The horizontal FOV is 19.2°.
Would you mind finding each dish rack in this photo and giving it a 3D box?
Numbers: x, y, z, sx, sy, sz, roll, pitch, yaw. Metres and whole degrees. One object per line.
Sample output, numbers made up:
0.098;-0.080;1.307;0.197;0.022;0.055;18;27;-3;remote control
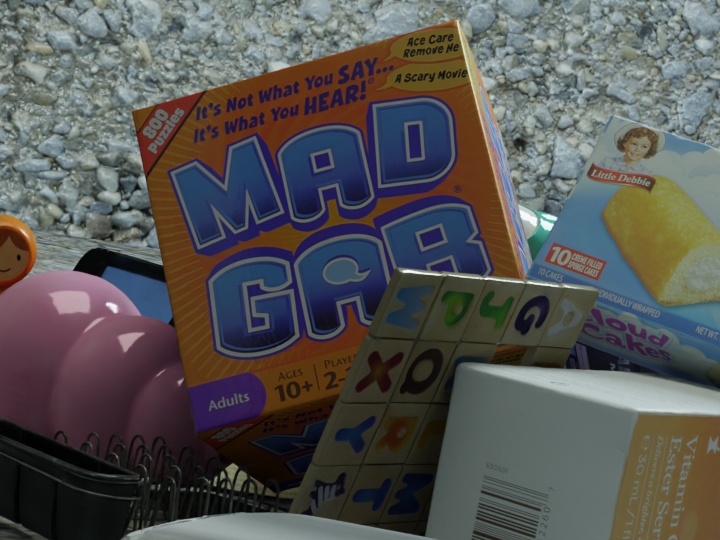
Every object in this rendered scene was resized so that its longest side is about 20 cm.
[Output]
-0.116;0.126;1.206;0.200;0.055;0.153;8;6;-42;dish rack

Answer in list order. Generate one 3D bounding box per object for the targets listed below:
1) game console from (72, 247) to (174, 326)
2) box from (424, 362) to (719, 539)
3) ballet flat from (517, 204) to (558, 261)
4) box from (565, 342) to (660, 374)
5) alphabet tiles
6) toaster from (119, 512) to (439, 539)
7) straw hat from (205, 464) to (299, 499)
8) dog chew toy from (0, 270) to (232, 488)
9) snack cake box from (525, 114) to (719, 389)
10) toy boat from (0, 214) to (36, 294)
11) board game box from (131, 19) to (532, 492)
-0.229;0.044;1.683;0.200;0.176;0.116;15;-22;46;game console
0.132;0.132;1.061;0.106;0.153;0.200;13;5;39;box
0.058;-0.018;1.411;0.199;0.071;0.067;-11;33;3;ballet flat
0.191;0.104;1.283;0.051;0.201;0.158;-20;17;-24;box
0.030;0.093;1.040;0.008;0.201;0.167;33;17;35;alphabet tiles
-0.009;0.147;0.767;0.129;0.114;0.200;11;5;35;toaster
-0.082;0.096;1.488;0.200;0.085;0.201;11;3;-1;straw hat
-0.158;0.078;1.366;0.200;0.125;0.124;23;10;33;dog chew toy
0.205;0.004;1.152;0.199;0.115;0.067;20;-21;24;snack cake box
-0.254;0.025;1.535;0.130;0.131;0.200;-17;18;-42;toy boat
0.000;0.000;1.282;0.199;0.201;0.200;-15;-17;7;board game box
